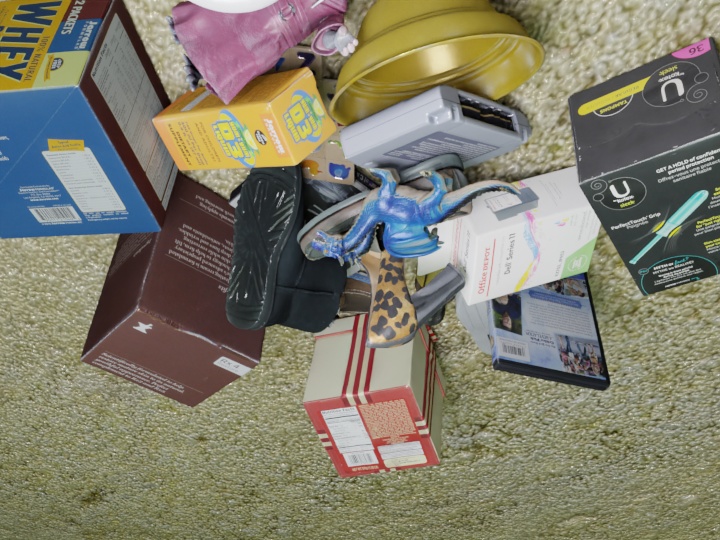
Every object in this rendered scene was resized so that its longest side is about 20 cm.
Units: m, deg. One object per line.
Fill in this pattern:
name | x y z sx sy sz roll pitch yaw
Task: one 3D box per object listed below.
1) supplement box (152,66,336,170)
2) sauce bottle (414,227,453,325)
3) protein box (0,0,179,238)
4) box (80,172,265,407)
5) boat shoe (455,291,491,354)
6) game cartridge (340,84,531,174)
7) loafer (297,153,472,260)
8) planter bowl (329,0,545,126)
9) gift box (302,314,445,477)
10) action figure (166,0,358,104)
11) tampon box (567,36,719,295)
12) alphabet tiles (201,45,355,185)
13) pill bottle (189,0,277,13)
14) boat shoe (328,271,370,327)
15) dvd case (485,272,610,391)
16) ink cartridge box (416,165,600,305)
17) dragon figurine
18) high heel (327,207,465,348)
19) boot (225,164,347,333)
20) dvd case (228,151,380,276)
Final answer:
supplement box | -0.118 -0.143 0.777 0.197 0.069 0.067 3 129 44
sauce bottle | 0.101 0.000 1.025 0.063 0.066 0.202 6 145 -1
protein box | -0.313 -0.151 0.815 0.194 0.137 0.202 -2 143 11
box | -0.217 0.027 0.987 0.164 0.203 0.163 29 138 -29
boat shoe | 0.166 0.043 1.065 0.070 0.072 0.201 -4 149 13
game cartridge | 0.073 -0.132 0.794 0.131 0.042 0.198 -22 168 33
loafer | 0.023 -0.051 0.826 0.197 0.064 0.072 -26 163 20
planter bowl | 0.060 -0.202 0.714 0.196 0.085 0.200 -12 172 -2
gift box | 0.024 0.178 1.164 0.180 0.189 0.203 -7 127 14
action figure | -0.068 -0.222 0.718 0.197 0.136 0.149 -26 178 -1
tampon box | 0.319 -0.098 0.810 0.148 0.128 0.200 -19 137 28
alphabet tiles | -0.070 -0.164 0.844 0.195 0.008 0.169 8 138 7
pill bottle | -0.080 -0.285 0.551 0.113 0.203 0.117 3 143 2
boat shoe | -0.056 0.042 1.092 0.195 0.074 0.073 8 144 -3
dvd case | 0.215 0.043 0.948 0.140 0.203 0.018 12 137 -12
ink cartridge box | 0.166 -0.034 0.901 0.196 0.068 0.118 -15 139 -11
dragon figurine | 0.052 -0.046 0.765 0.195 0.102 0.059 4 -172 10
high heel | 0.000 0.000 0.875 0.198 0.142 0.072 33 141 28
boot | -0.075 -0.026 0.936 0.075 0.205 0.167 13 -176 28
dvd case | -0.040 -0.074 0.976 0.198 0.025 0.149 32 136 -29
